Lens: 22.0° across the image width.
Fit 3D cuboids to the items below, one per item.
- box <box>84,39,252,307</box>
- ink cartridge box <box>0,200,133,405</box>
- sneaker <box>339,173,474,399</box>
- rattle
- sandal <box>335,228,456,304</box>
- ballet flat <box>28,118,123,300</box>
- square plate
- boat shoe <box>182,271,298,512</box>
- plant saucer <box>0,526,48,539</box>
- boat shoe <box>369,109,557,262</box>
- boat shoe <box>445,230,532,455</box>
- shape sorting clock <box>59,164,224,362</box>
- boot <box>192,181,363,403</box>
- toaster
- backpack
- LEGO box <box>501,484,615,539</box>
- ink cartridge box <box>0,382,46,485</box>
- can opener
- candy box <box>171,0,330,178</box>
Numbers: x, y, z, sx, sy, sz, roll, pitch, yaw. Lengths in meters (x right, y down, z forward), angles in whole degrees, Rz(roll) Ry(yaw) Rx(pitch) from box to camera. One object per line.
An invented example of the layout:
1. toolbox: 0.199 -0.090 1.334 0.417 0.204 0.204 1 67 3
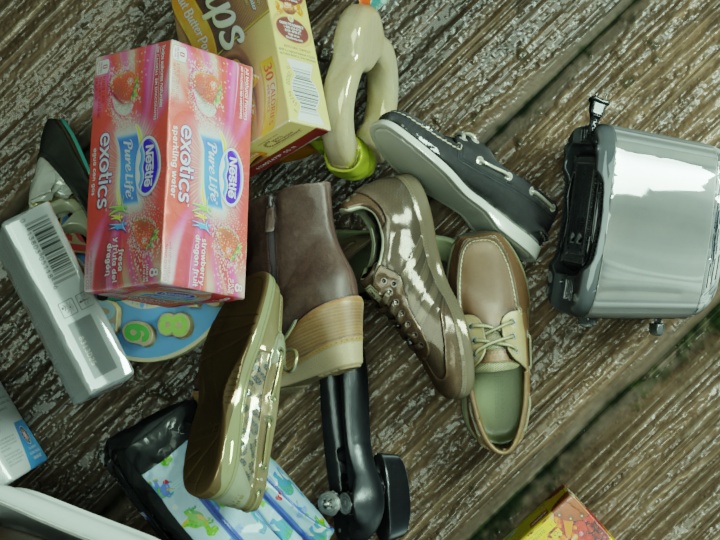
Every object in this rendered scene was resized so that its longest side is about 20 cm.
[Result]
1. box: -0.156 -0.076 1.525 0.094 0.102 0.202 -6 77 39
2. ink cartridge box: -0.258 0.035 1.600 0.050 0.200 0.163 -27 90 -12
3. sneaker: 0.037 0.021 1.596 0.075 0.070 0.202 -15 85 -18
4. rattle: -0.033 -0.188 1.626 0.142 0.130 0.202 16 117 38
5. sandal: 0.001 -0.001 1.650 0.199 0.057 0.081 -6 90 7
6. ballet flat: -0.247 -0.053 1.610 0.068 0.068 0.200 -25 60 -20
7. square plate: -0.235 0.237 1.597 0.197 0.200 0.029 21 70 -3
8. boat shoe: -0.096 0.100 1.544 0.062 0.073 0.202 26 67 -32
9. plant saucer: -0.275 0.265 1.610 0.199 0.201 0.037 20 69 2
10. boat shoe: 0.094 -0.085 1.618 0.199 0.074 0.061 37 75 -21
11. boat shoe: 0.120 0.067 1.619 0.075 0.074 0.202 -9 107 -1
12. shape sorting clock: -0.189 -0.020 1.641 0.199 0.039 0.202 -2 86 31
13. boot: -0.082 0.024 1.628 0.199 0.072 0.168 -19 79 36
14. toaster: 0.243 -0.047 1.610 0.128 0.114 0.202 7 91 -13
15. backpack: -0.119 0.207 1.613 0.153 0.163 0.201 -28 91 -14
16. LEGO box: 0.160 0.314 1.642 0.200 0.077 0.149 -43 89 2
17. ink cartridge box: -0.373 0.109 1.624 0.084 0.145 0.201 -30 90 3
18. can opener: -0.010 0.148 1.663 0.063 0.078 0.202 -13 87 41
19. candy box: -0.099 -0.192 1.599 0.115 0.055 0.202 -26 66 37
